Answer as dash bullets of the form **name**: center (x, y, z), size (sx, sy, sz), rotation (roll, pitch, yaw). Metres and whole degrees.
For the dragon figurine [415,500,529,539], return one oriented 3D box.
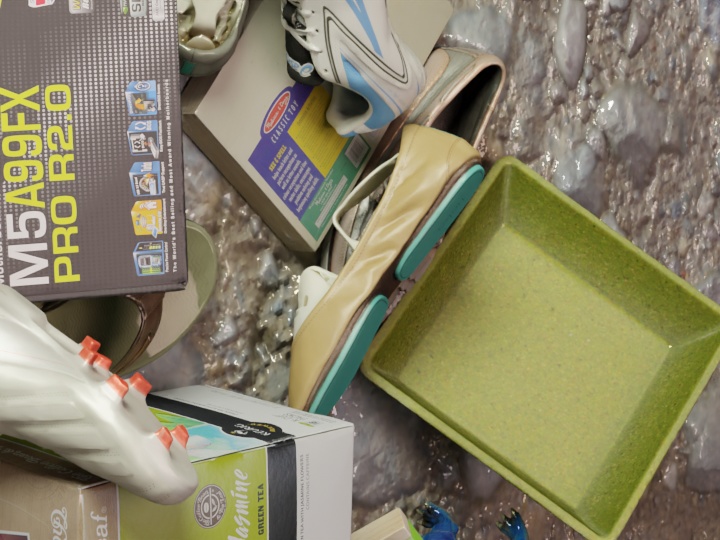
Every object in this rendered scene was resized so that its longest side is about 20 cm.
- **dragon figurine**: center (0.073, 0.202, 1.329), size (0.100, 0.198, 0.059), rotation (-69, 167, -57)

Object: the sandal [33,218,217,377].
- **sandal**: center (-0.148, 0.034, 1.142), size (0.200, 0.057, 0.081), rotation (-31, 115, -40)

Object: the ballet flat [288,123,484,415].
- **ballet flat**: center (0.000, 0.000, 1.267), size (0.201, 0.063, 0.069), rotation (-56, 166, -7)

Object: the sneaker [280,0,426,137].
- **sneaker**: center (-0.021, -0.151, 1.198), size (0.072, 0.072, 0.200), rotation (-40, 137, -8)

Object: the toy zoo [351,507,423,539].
- **toy zoo**: center (0.018, 0.246, 1.299), size (0.130, 0.021, 0.201), rotation (-29, 124, 8)

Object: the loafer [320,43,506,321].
- **loafer**: center (0.034, -0.055, 1.321), size (0.072, 0.063, 0.202), rotation (36, 68, -41)

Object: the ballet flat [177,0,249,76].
- **ballet flat**: center (-0.077, -0.211, 1.182), size (0.067, 0.064, 0.202), rotation (9, 88, -8)

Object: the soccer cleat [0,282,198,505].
- **soccer cleat**: center (-0.165, 0.056, 1.012), size (0.078, 0.200, 0.069), rotation (-51, 173, 2)

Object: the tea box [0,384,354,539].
- **tea box**: center (-0.116, 0.182, 1.122), size (0.196, 0.133, 0.202), rotation (-8, 104, -46)

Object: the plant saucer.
- **plant saucer**: center (0.120, 0.057, 1.377), size (0.199, 0.048, 0.201), rotation (36, 61, 1)

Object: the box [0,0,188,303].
- **box**: center (-0.173, -0.084, 1.074), size (0.159, 0.044, 0.202), rotation (-4, 97, -22)

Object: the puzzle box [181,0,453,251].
- **puzzle box**: center (-0.026, -0.130, 1.280), size (0.133, 0.025, 0.201), rotation (49, 59, -37)
